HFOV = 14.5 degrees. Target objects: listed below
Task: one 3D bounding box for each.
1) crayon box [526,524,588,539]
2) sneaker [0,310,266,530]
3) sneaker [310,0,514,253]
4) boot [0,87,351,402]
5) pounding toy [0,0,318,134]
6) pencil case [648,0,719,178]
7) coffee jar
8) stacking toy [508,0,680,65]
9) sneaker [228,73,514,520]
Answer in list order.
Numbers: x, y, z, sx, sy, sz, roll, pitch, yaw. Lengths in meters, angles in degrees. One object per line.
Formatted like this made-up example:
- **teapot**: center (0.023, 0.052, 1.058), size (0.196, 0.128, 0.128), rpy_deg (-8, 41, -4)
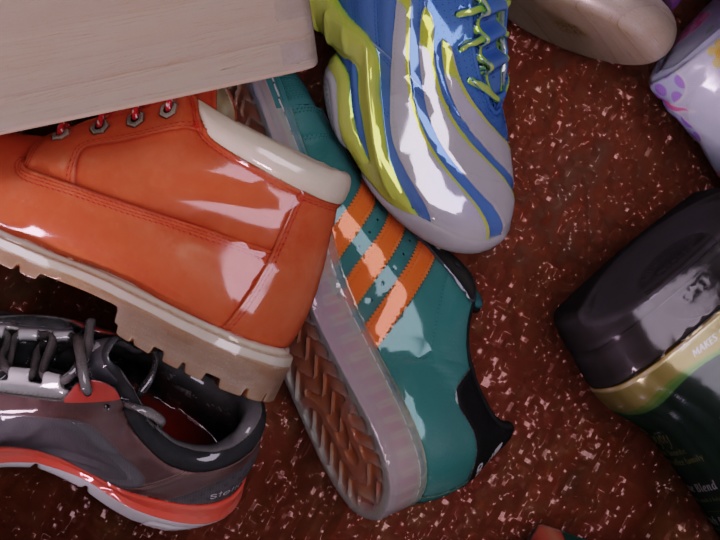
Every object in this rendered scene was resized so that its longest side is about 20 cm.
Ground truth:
- **crayon box**: center (0.140, 0.182, 1.141), size (0.199, 0.127, 0.051), rpy_deg (19, 120, 13)
- **sneaker**: center (-0.128, 0.039, 1.139), size (0.199, 0.082, 0.077), rpy_deg (16, 53, -18)
- **sneaker**: center (0.030, -0.111, 1.150), size (0.076, 0.105, 0.201), rpy_deg (-13, 76, -40)
- **boot**: center (-0.100, -0.039, 1.136), size (0.199, 0.075, 0.108), rpy_deg (26, 97, 11)
- **pounding toy**: center (-0.105, -0.149, 1.116), size (0.199, 0.184, 0.143), rpy_deg (-13, 105, -15)
- **pencil case**: center (0.214, -0.040, 1.217), size (0.091, 0.083, 0.200), rpy_deg (-43, 96, -7)
- **coffee jar**: center (0.176, 0.066, 1.207), size (0.104, 0.085, 0.200), rpy_deg (-40, 96, -10)
- **stacking toy**: center (0.124, -0.193, 1.208), size (0.085, 0.085, 0.201), rpy_deg (23, 80, -10)
- **sneaker**: center (0.000, 0.000, 1.188), size (0.080, 0.071, 0.201), rpy_deg (-19, 87, -31)
